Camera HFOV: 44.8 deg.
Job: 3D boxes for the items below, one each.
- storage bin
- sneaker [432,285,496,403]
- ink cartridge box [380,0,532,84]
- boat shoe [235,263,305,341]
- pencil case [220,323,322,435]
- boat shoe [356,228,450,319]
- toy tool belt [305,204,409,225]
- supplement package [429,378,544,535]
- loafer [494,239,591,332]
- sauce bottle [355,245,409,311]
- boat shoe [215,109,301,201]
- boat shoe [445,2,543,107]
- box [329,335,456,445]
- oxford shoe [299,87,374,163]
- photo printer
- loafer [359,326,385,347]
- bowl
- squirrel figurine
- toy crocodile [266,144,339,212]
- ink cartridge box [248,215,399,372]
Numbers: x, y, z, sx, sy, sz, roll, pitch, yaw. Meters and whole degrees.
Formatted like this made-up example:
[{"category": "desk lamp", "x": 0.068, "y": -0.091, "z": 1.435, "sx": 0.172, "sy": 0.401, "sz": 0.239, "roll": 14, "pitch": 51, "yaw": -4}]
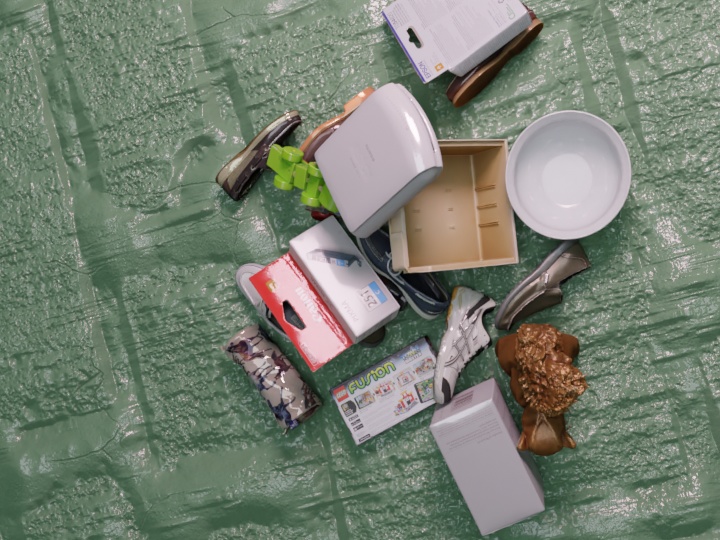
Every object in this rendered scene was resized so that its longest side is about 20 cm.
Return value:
[{"category": "storage bin", "x": 0.144, "y": -0.103, "z": 1.416, "sx": 0.093, "sy": 0.196, "sz": 0.204, "roll": -5, "pitch": 90, "yaw": 58}, {"category": "sneaker", "x": 0.174, "y": 0.128, "z": 1.456, "sx": 0.086, "sy": 0.076, "sz": 0.203, "roll": 15, "pitch": 78, "yaw": 4}, {"category": "ink cartridge box", "x": 0.155, "y": -0.420, "z": 1.451, "sx": 0.198, "sy": 0.041, "sz": 0.201, "roll": -33, "pitch": 57, "yaw": 12}, {"category": "boat shoe", "x": -0.152, "y": 0.064, "z": 1.557, "sx": 0.072, "sy": 0.066, "sz": 0.200, "roll": -44, "pitch": 81, "yaw": 10}, {"category": "pencil case", "x": -0.160, "y": 0.190, "z": 1.555, "sx": 0.089, "sy": 0.078, "sz": 0.201, "roll": -38, "pitch": 82, "yaw": -9}, {"category": "boat shoe", "x": 0.073, "y": -0.006, "z": 1.473, "sx": 0.074, "sy": 0.062, "sz": 0.201, "roll": -34, "pitch": 80, "yaw": -32}, {"category": "toy tool belt", "x": 0.006, "y": -0.145, "z": 1.498, "sx": 0.198, "sy": 0.124, "sz": 0.125, "roll": 3, "pitch": 79, "yaw": 37}, {"category": "supplement package", "x": 0.209, "y": 0.303, "z": 1.431, "sx": 0.116, "sy": 0.117, "sz": 0.202, "roll": -26, "pitch": 94, "yaw": 13}, {"category": "loafer", "x": 0.301, "y": 0.033, "z": 1.441, "sx": 0.070, "sy": 0.075, "sz": 0.200, "roll": 45, "pitch": 100, "yaw": 13}, {"category": "sauce bottle", "x": 0.000, "y": 0.000, "z": 1.520, "sx": 0.198, "sy": 0.065, "sz": 0.065, "roll": 34, "pitch": 98, "yaw": 10}, {"category": "boat shoe", "x": -0.171, "y": -0.203, "z": 1.562, "sx": 0.199, "sy": 0.073, "sz": 0.065, "roll": -40, "pitch": 87, "yaw": 21}, {"category": "boat shoe", "x": 0.213, "y": -0.363, "z": 1.464, "sx": 0.200, "sy": 0.070, "sz": 0.070, "roll": -44, "pitch": 77, "yaw": 3}, {"category": "box", "x": 0.055, "y": 0.209, "z": 1.524, "sx": 0.198, "sy": 0.035, "sz": 0.111, "roll": -30, "pitch": 84, "yaw": 12}, {"category": "oxford shoe", "x": -0.036, "y": -0.228, "z": 1.525, "sx": 0.199, "sy": 0.071, "sz": 0.073, "roll": -40, "pitch": 87, "yaw": 11}, {"category": "photo printer", "x": 0.031, "y": -0.172, "z": 1.340, "sx": 0.199, "sy": 0.069, "sz": 0.168, "roll": -39, "pitch": 68, "yaw": 37}, {"category": "loafer", "x": -0.039, "y": 0.053, "z": 1.510, "sx": 0.198, "sy": 0.070, "sz": 0.076, "roll": 30, "pitch": 62, "yaw": 5}, {"category": "bowl", "x": 0.337, "y": -0.151, "z": 1.423, "sx": 0.197, "sy": 0.090, "sz": 0.205, "roll": 0, "pitch": 90, "yaw": 14}, {"category": "squirrel figurine", "x": 0.283, "y": 0.190, "z": 1.374, "sx": 0.139, "sy": 0.200, "sz": 0.190, "roll": 1, "pitch": 70, "yaw": 7}, {"category": "toy crocodile", "x": -0.091, "y": -0.158, "z": 1.465, "sx": 0.199, "sy": 0.061, "sz": 0.069, "roll": 34, "pitch": 117, "yaw": 40}, {"category": "ink cartridge box", "x": -0.061, "y": 0.035, "z": 1.443, "sx": 0.175, "sy": 0.045, "sz": 0.201, "roll": -33, "pitch": 74, "yaw": -18}]
